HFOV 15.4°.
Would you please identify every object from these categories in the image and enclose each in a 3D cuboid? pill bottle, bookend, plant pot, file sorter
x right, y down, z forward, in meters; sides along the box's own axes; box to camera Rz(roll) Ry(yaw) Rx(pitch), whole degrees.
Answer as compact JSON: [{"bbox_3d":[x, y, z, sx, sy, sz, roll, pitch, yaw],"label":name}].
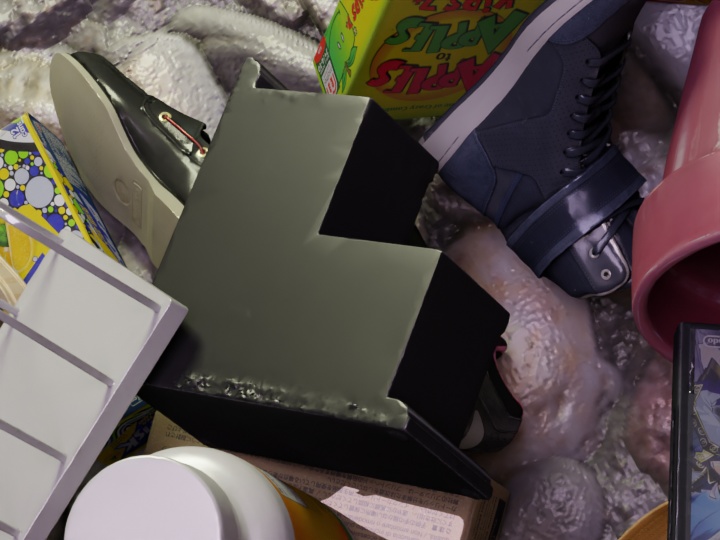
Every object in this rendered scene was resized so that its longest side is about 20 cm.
[{"bbox_3d":[-0.076,0.151,1.355,0.110,0.200,0.112,-4,75,16],"label":"pill bottle"},{"bbox_3d":[0.000,0.000,1.413,0.198,0.092,0.201,7,68,38],"label":"bookend"},{"bbox_3d":[0.243,-0.055,1.410,0.199,0.200,0.180,-5,59,15],"label":"plant pot"},{"bbox_3d":[-0.216,0.058,1.403,0.201,0.124,0.139,-58,36,-2],"label":"file sorter"}]

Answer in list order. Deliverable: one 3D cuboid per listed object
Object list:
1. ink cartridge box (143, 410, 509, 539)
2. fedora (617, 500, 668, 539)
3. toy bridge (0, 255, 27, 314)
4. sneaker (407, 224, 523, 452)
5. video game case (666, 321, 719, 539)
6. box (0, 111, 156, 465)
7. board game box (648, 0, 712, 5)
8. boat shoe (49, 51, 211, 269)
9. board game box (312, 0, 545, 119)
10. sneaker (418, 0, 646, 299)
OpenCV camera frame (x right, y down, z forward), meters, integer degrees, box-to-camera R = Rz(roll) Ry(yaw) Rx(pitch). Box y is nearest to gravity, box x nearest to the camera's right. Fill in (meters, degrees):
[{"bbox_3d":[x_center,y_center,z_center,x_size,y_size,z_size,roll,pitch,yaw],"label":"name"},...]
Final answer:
[{"bbox_3d":[-0.034,0.175,1.483,0.199,0.075,0.166,12,81,19],"label":"ink cartridge box"},{"bbox_3d":[0.192,0.213,1.391,0.199,0.082,0.202,-3,82,21],"label":"fedora"},{"bbox_3d":[-0.206,0.049,1.528,0.067,0.027,0.201,-31,74,40],"label":"toy bridge"},{"bbox_3d":[0.035,0.028,1.507,0.079,0.095,0.201,-53,42,35],"label":"sneaker"},{"bbox_3d":[0.256,0.122,1.354,0.199,0.026,0.182,5,71,-2],"label":"video game case"},{"bbox_3d":[-0.173,0.012,1.572,0.070,0.064,0.201,-32,69,7],"label":"box"},{"bbox_3d":[0.240,-0.187,1.453,0.199,0.151,0.047,6,78,18],"label":"board game box"},{"bbox_3d":[-0.119,-0.061,1.579,0.063,0.074,0.201,-23,55,-28],"label":"boat shoe"},{"bbox_3d":[0.051,-0.161,1.463,0.101,0.200,0.048,-6,59,-22],"label":"board game box"},{"bbox_3d":[0.135,-0.075,1.452,0.146,0.077,0.202,49,134,8],"label":"sneaker"}]
